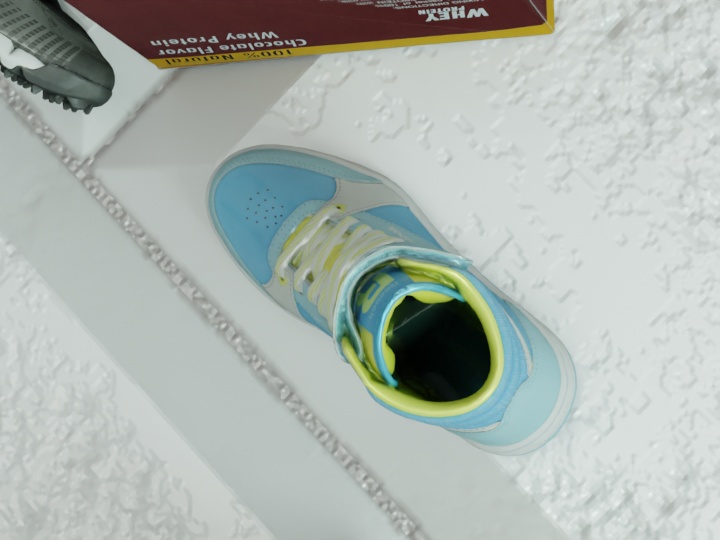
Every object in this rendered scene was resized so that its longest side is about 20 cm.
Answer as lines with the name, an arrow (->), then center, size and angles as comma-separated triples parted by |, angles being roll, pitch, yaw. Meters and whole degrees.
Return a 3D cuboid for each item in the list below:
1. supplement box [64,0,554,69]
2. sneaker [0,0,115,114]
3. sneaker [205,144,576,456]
supplement box -> -0.030, -0.181, 1.123 | 0.196, 0.200, 0.134 | -4, 80, 15
sneaker -> -0.180, -0.158, 1.233 | 0.200, 0.066, 0.091 | 40, 95, 20
sneaker -> 0.000, 0.000, 1.121 | 0.199, 0.130, 0.080 | 34, 92, 19
